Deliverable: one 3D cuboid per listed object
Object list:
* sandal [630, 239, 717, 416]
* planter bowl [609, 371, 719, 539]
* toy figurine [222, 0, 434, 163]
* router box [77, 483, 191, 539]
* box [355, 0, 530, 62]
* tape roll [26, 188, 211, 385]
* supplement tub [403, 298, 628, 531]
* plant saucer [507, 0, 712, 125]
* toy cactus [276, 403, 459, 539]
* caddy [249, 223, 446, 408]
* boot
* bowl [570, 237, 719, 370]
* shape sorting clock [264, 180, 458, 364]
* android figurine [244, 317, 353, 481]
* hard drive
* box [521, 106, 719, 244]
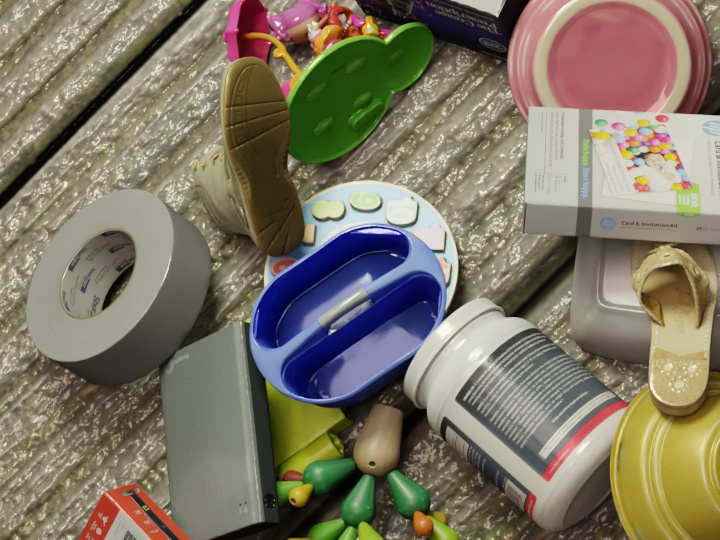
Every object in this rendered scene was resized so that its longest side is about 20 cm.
[{"bbox_3d":[0.281,0.021,1.521,0.078,0.070,0.212,-3,55,9],"label":"sandal"},{"bbox_3d":[0.327,0.179,1.509,0.200,0.083,0.201,6,75,-22],"label":"planter bowl"},{"bbox_3d":[-0.055,-0.237,1.797,0.200,0.150,0.184,-36,56,-17],"label":"toy figurine"},{"bbox_3d":[-0.220,0.342,1.678,0.179,0.049,0.200,40,115,23],"label":"router box"},{"bbox_3d":[0.083,-0.293,1.747,0.200,0.141,0.079,22,85,22],"label":"box"},{"bbox_3d":[-0.252,0.017,1.774,0.200,0.066,0.200,-20,53,28],"label":"tape roll"},{"bbox_3d":[0.153,0.134,1.606,0.200,0.140,0.140,41,90,23],"label":"supplement tub"},{"bbox_3d":[0.244,-0.200,1.669,0.200,0.051,0.201,1,102,4],"label":"plant saucer"},{"bbox_3d":[0.010,0.215,1.659,0.200,0.102,0.165,12,75,17],"label":"toy cactus"},{"bbox_3d":[-0.010,0.045,1.641,0.200,0.105,0.141,-35,75,0],"label":"caddy"},{"bbox_3d":[-0.124,-0.121,1.735,0.072,0.155,0.200,-18,107,-22],"label":"boot"},{"bbox_3d":[0.299,-0.013,1.636,0.200,0.075,0.200,6,76,19],"label":"bowl"},{"bbox_3d":[0.000,0.000,1.728,0.200,0.039,0.200,-2,68,5],"label":"shape sorting clock"},{"bbox_3d":[-0.092,0.138,1.741,0.200,0.041,0.182,-33,68,5],"label":"android figurine"},{"bbox_3d":[-0.140,0.165,1.682,0.140,0.033,0.200,-26,64,43],"label":"hard drive"},{"bbox_3d":[0.252,-0.089,1.587,0.200,0.041,0.156,5,40,5],"label":"box"}]
